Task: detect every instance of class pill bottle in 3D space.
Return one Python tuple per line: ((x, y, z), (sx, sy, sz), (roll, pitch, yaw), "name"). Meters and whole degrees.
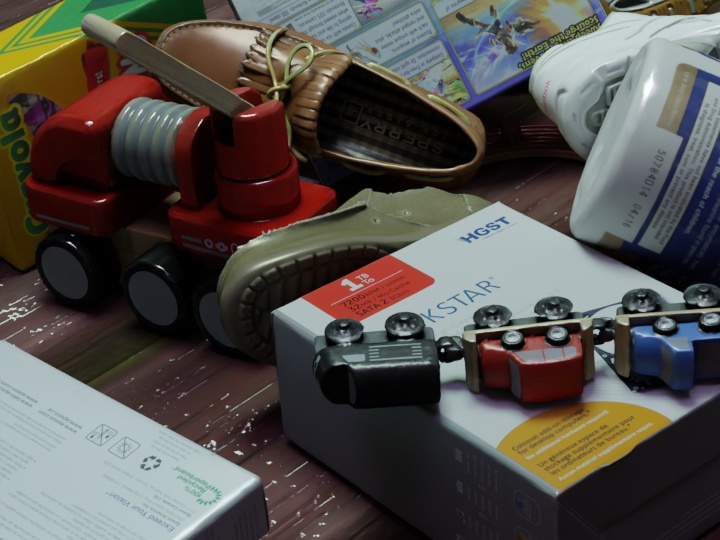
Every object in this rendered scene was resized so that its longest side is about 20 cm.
((0.215, -0.030, 0.901), (0.199, 0.111, 0.111), (23, 34, 0), "pill bottle")

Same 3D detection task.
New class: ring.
((0.103, -0.044, 1.071), (0.199, 0.019, 0.201), (-4, 31, 2), "ring")

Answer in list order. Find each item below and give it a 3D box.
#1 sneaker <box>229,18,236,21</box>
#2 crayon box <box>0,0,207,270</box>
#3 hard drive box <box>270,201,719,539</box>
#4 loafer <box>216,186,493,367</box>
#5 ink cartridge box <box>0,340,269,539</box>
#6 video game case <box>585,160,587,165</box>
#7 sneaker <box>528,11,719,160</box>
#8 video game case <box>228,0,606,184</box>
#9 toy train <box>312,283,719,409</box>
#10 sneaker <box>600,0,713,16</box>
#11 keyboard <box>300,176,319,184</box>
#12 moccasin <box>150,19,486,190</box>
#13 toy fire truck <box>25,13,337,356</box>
((-0.004, -0.137, 1.147), (0.199, 0.077, 0.082), (-15, 65, -2), "sneaker")
((-0.176, -0.089, 1.074), (0.200, 0.127, 0.051), (-33, 42, -28), "crayon box")
((0.078, 0.059, 0.851), (0.155, 0.077, 0.200), (-26, 37, -31), "hard drive box")
((0.000, 0.000, 0.943), (0.199, 0.076, 0.067), (-10, 29, -40), "loafer")
((-0.178, 0.124, 0.820), (0.196, 0.043, 0.200), (23, 45, 37), "ink cartridge box")
((0.224, -0.073, 1.051), (0.180, 0.046, 0.200), (7, 31, 5), "video game case")
((0.185, -0.123, 1.016), (0.199, 0.078, 0.099), (-10, 29, -21), "sneaker")
((0.024, -0.178, 1.089), (0.199, 0.182, 0.045), (-27, 4, 4), "video game case")
((0.078, 0.036, 0.783), (0.199, 0.034, 0.046), (-6, 35, 0), "toy train")
((0.150, -0.182, 1.257), (0.199, 0.076, 0.088), (-16, 16, -20), "sneaker")
((-0.123, -0.066, 1.151), (0.199, 0.011, 0.056), (15, 37, 30), "keyboard")
((-0.024, -0.094, 1.029), (0.201, 0.074, 0.078), (25, 1, -1), "moccasin")
((-0.110, -0.066, 0.966), (0.175, 0.201, 0.129), (15, 36, 30), "toy fire truck")
